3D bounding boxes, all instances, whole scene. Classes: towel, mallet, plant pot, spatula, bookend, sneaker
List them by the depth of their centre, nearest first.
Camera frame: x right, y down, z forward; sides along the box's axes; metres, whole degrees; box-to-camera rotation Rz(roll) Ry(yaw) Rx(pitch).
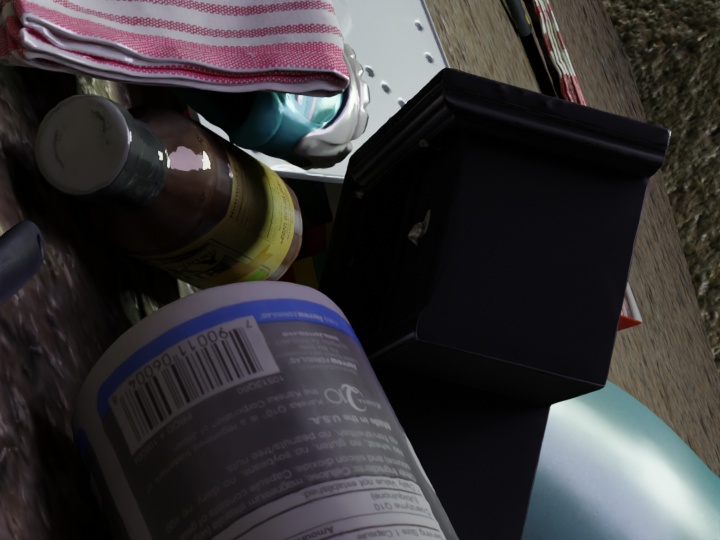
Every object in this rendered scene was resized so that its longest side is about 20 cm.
[{"bbox_3d":[-0.131,0.015,0.910,0.200,0.020,0.057,-77,158,-74],"label":"spatula"},{"bbox_3d":[0.033,0.044,1.071,0.199,0.092,0.201,148,-44,-78],"label":"bookend"},{"bbox_3d":[-0.087,-0.153,1.133,0.030,0.146,0.201,115,-28,-44],"label":"towel"},{"bbox_3d":[-0.075,-0.121,1.166,0.200,0.078,0.080,46,25,25],"label":"sneaker"},{"bbox_3d":[0.071,0.123,1.274,0.188,0.200,0.200,51,20,-30],"label":"plant pot"},{"bbox_3d":[0.135,-0.317,2.701,0.200,0.041,0.066,63,10,-52],"label":"mallet"},{"bbox_3d":[0.195,-0.236,2.826,0.144,0.023,0.201,-106,174,-77],"label":"towel"}]

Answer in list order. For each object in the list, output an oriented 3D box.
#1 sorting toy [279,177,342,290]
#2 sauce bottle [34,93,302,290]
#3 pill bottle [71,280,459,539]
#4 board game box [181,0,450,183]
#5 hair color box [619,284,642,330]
[{"bbox_3d":[0.000,0.000,1.431,0.200,0.069,0.199,49,24,-60],"label":"sorting toy"},{"bbox_3d":[-0.081,-0.033,1.130,0.200,0.064,0.065,29,42,-70],"label":"sauce bottle"},{"bbox_3d":[-0.019,0.111,0.951,0.200,0.114,0.114,63,6,35],"label":"pill bottle"},{"bbox_3d":[-0.037,-0.125,1.338,0.200,0.026,0.201,5,59,-47],"label":"board game box"},{"bbox_3d":[0.184,-0.002,2.309,0.200,0.064,0.111,10,61,-76],"label":"hair color box"}]
